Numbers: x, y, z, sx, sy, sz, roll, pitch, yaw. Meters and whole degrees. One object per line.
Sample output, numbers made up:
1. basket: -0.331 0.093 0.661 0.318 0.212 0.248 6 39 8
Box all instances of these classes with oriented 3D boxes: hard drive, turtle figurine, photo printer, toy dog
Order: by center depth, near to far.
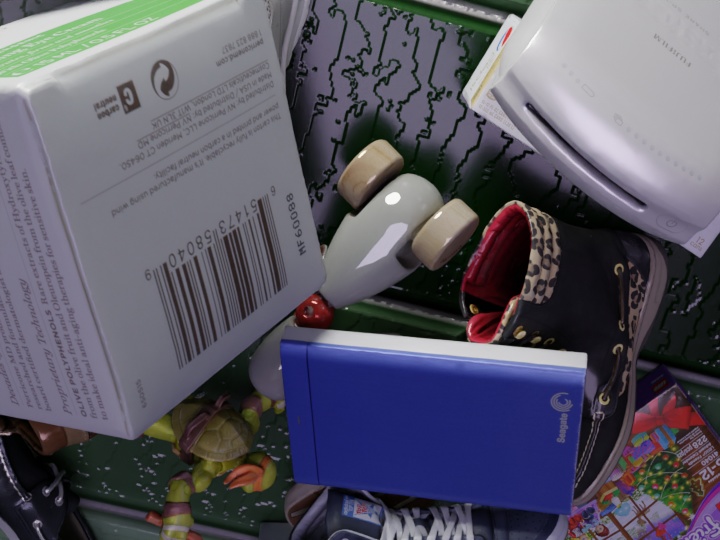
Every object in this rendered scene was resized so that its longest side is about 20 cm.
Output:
1. photo printer: 0.175 -0.123 0.726 0.166 0.201 0.069 38 142 -5
2. hard drive: 0.048 0.102 0.783 0.196 0.026 0.134 5 128 10
3. toy dog: 0.000 0.000 0.827 0.198 0.096 0.133 -30 79 20
4. turtle figurine: -0.123 0.121 0.829 0.160 0.200 0.065 28 135 13

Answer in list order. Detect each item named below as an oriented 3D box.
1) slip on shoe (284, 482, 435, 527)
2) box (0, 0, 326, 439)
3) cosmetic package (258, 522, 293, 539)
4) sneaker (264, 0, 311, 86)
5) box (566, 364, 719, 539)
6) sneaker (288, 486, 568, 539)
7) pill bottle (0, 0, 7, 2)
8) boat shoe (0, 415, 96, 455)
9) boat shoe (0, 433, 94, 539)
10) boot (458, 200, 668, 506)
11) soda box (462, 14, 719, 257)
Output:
1. slip on shoe: 0.032 0.140 0.888 0.198 0.061 0.076 -29 125 12
2. box: -0.155 -0.043 0.687 0.169 0.199 0.203 3 117 34
3. cosmetic package: -0.010 0.306 0.947 0.148 0.052 0.203 1 108 -3
4. sneaker: -0.091 -0.123 0.777 0.074 0.082 0.204 15 103 29
5. box: 0.200 0.187 0.915 0.199 0.039 0.137 -38 106 11
6. sneaker: 0.043 0.188 0.834 0.198 0.070 0.109 -24 118 15
7. pill bottle: -0.234 -0.228 0.734 0.196 0.113 0.115 -11 109 3
8. boat shoe: -0.241 0.073 0.797 0.074 0.198 0.077 -35 121 -33
9. boat shoe: -0.244 0.184 0.896 0.059 0.076 0.203 -12 120 4
10. boot: 0.131 0.056 0.808 0.149 0.073 0.203 17 93 -39
11. soda box: 0.171 -0.094 0.809 0.198 0.064 0.069 31 106 -10
